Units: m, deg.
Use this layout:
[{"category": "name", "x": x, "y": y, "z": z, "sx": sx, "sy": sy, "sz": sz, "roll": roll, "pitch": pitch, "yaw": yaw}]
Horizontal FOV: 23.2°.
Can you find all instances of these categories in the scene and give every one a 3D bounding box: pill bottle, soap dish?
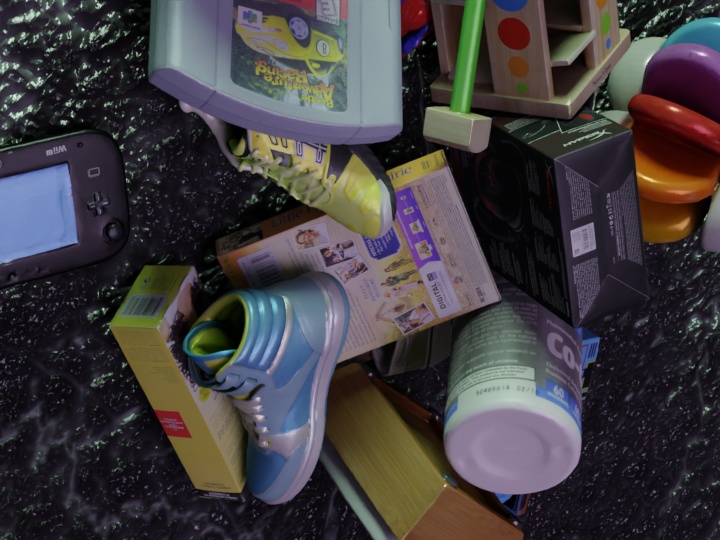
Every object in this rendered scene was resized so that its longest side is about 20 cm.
[{"category": "pill bottle", "x": 0.130, "y": 0.077, "z": 1.474, "sx": 0.113, "sy": 0.201, "sz": 0.114, "roll": 4, "pitch": 134, "yaw": 4}, {"category": "soap dish", "x": 0.043, "y": 0.176, "z": 1.497, "sx": 0.081, "sy": 0.200, "sz": 0.157, "roll": -46, "pitch": 135, "yaw": 8}]

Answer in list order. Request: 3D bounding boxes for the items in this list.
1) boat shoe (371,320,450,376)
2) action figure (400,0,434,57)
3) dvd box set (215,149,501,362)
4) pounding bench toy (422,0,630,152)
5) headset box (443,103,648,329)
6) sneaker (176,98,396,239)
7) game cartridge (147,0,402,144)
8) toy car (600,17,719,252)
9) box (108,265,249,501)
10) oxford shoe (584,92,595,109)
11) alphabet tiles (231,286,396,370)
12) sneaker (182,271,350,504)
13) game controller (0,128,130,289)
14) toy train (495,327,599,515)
[{"category": "boat shoe", "x": 0.039, "y": 0.010, "z": 1.488, "sx": 0.062, "sy": 0.072, "sz": 0.201, "roll": -25, "pitch": 130, "yaw": -25}, {"category": "action figure", "x": 0.007, "y": -0.168, "z": 1.390, "sx": 0.065, "sy": 0.052, "sz": 0.201, "roll": 29, "pitch": 97, "yaw": -46}, {"category": "dvd box set", "x": 0.000, "y": 0.000, "z": 1.424, "sx": 0.198, "sy": 0.030, "sz": 0.147, "roll": -22, "pitch": 125, "yaw": 6}, {"category": "pounding bench toy", "x": 0.108, "y": -0.203, "z": 1.341, "sx": 0.200, "sy": 0.123, "sz": 0.157, "roll": -49, "pitch": 139, "yaw": -42}, {"category": "headset box", "x": 0.142, "y": -0.065, "z": 1.413, "sx": 0.074, "sy": 0.200, "sz": 0.150, "roll": -20, "pitch": 118, "yaw": -19}, {"category": "sneaker", "x": -0.059, "y": -0.089, "z": 1.314, "sx": 0.200, "sy": 0.075, "sz": 0.077, "roll": 41, "pitch": 51, "yaw": -4}, {"category": "game cartridge", "x": -0.058, "y": -0.163, "z": 1.282, "sx": 0.198, "sy": 0.041, "sz": 0.134, "roll": 11, "pitch": 68, "yaw": -26}, {"category": "toy car", "x": 0.278, "y": -0.128, "z": 1.487, "sx": 0.201, "sy": 0.174, "sz": 0.150, "roll": -59, "pitch": 159, "yaw": -21}, {"category": "box", "x": -0.133, "y": 0.093, "z": 1.414, "sx": 0.076, "sy": 0.050, "sz": 0.201, "roll": -65, "pitch": 145, "yaw": -40}, {"category": "oxford shoe", "x": 0.155, "y": -0.127, "z": 1.500, "sx": 0.070, "sy": 0.074, "sz": 0.202, "roll": -1, "pitch": 115, "yaw": -36}, {"category": "alphabet tiles", "x": -0.039, "y": 0.029, "z": 1.494, "sx": 0.199, "sy": 0.008, "sz": 0.168, "roll": -29, "pitch": 128, "yaw": -19}, {"category": "sneaker", "x": -0.091, "y": 0.096, "z": 1.377, "sx": 0.130, "sy": 0.079, "sz": 0.202, "roll": -4, "pitch": 114, "yaw": -39}, {"category": "game controller", "x": -0.262, "y": -0.039, "z": 1.275, "sx": 0.199, "sy": 0.042, "sz": 0.105, "roll": -17, "pitch": 123, "yaw": -28}, {"category": "toy train", "x": 0.149, "y": 0.133, "z": 1.635, "sx": 0.114, "sy": 0.087, "sz": 0.202, "roll": -8, "pitch": 119, "yaw": -39}]
